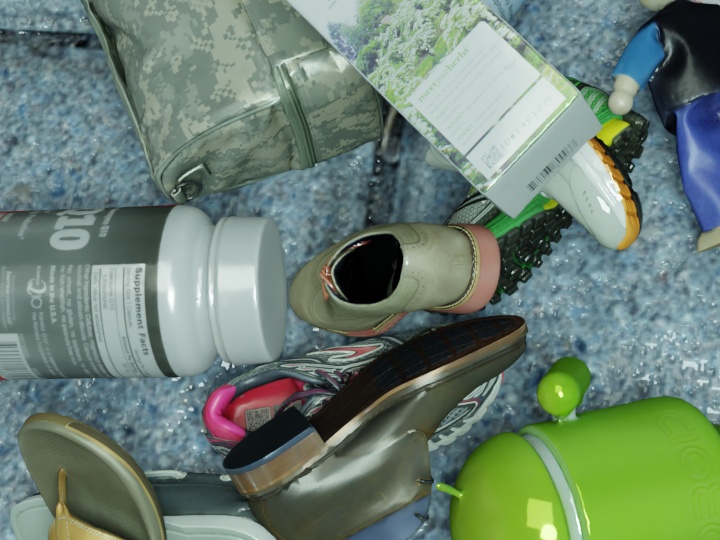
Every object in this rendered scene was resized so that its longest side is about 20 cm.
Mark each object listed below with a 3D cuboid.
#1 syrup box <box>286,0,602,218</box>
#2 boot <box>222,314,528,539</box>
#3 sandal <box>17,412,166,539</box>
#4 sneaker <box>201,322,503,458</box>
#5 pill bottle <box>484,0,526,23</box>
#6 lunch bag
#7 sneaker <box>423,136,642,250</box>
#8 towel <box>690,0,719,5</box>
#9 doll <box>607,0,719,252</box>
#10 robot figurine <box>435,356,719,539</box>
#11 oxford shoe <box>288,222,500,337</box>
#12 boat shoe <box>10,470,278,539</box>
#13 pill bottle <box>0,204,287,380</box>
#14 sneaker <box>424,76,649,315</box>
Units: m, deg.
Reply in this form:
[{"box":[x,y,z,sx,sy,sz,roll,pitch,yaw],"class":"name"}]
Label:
[{"box":[0.040,-0.131,0.861,0.079,0.081,0.200,-46,71,7],"class":"syrup box"},{"box":[0.026,0.106,0.887,0.199,0.075,0.097,-28,105,-2],"class":"boot"},{"box":[-0.158,0.180,0.896,0.080,0.054,0.201,-8,107,28],"class":"sandal"},{"box":[-0.004,0.084,0.945,0.199,0.075,0.081,-18,69,2],"class":"sneaker"},{"box":[0.084,-0.235,1.021,0.109,0.109,0.200,35,81,19],"class":"pill bottle"},{"box":[-0.094,-0.159,1.007,0.167,0.139,0.201,-22,70,-5],"class":"lunch bag"},{"box":[0.093,-0.078,0.923,0.092,0.076,0.200,-43,68,13],"class":"sneaker"},{"box":[0.330,-0.205,1.014,0.146,0.030,0.200,34,79,21],"class":"towel"},{"box":[0.222,-0.116,0.959,0.136,0.048,0.201,-12,80,-17],"class":"doll"},{"box":[0.142,0.141,0.861,0.199,0.116,0.176,-11,95,-16],"class":"robot figurine"},{"box":[0.000,0.000,0.918,0.075,0.200,0.071,6,77,-33],"class":"oxford shoe"},{"box":[-0.131,0.164,0.948,0.199,0.076,0.060,5,32,21],"class":"boat shoe"},{"box":[-0.154,0.014,0.973,0.199,0.114,0.114,-2,71,9],"class":"pill bottle"},{"box":[0.099,-0.049,0.981,0.200,0.078,0.085,-42,63,-15],"class":"sneaker"}]
